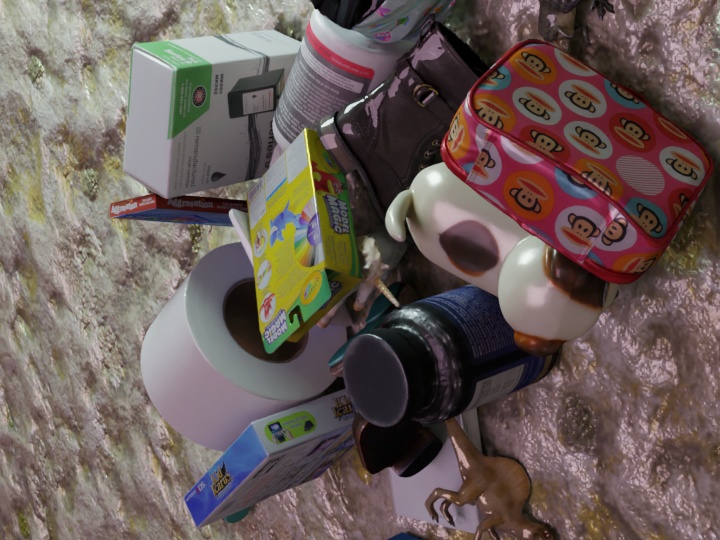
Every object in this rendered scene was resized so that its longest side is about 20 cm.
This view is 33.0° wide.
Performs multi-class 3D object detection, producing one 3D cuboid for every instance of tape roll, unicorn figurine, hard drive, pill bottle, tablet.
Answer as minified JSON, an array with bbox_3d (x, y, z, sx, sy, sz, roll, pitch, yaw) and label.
[{"bbox_3d":[-0.133,0.088,1.385,0.139,0.202,0.203,-47,66,45],"label":"tape roll"},{"bbox_3d":[0.000,0.000,1.212,0.074,0.200,0.137,38,126,-5],"label":"unicorn figurine"},{"bbox_3d":[0.074,0.173,1.306,0.132,0.026,0.201,2,102,48],"label":"hard drive"},{"bbox_3d":[0.084,0.076,1.128,0.112,0.199,0.113,17,113,44],"label":"pill bottle"},{"bbox_3d":[-0.026,-0.170,1.249,0.111,0.110,0.201,49,133,27],"label":"pill bottle"},{"bbox_3d":[-0.070,0.000,1.305,0.014,0.200,0.131,-30,77,15],"label":"tablet"}]

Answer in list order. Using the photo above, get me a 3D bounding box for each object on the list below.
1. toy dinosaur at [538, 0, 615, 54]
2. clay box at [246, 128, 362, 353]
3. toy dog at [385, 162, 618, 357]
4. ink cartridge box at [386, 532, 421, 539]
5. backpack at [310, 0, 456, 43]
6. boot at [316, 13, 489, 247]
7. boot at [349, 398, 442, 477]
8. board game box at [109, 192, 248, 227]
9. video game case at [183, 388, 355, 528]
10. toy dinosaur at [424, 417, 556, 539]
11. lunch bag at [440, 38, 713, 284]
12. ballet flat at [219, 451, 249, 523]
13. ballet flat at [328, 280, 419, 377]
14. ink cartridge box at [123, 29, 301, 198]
[{"bbox_3d":[0.181,-0.249,1.039,0.088,0.047,0.201,3,100,56],"label":"toy dinosaur"},{"bbox_3d":[-0.056,-0.024,1.171,0.115,0.047,0.201,-43,43,38],"label":"clay box"},{"bbox_3d":[0.139,-0.024,1.049,0.200,0.193,0.140,49,125,39],"label":"toy dog"},{"bbox_3d":[0.091,0.389,1.309,0.199,0.083,0.146,11,109,47],"label":"ink cartridge box"},{"bbox_3d":[0.041,-0.303,1.110,0.200,0.126,0.167,-55,47,26],"label":"backpack"},{"bbox_3d":[0.073,-0.125,1.165,0.174,0.069,0.200,-33,116,24],"label":"boot"},{"bbox_3d":[0.012,0.147,1.214,0.075,0.200,0.097,-44,65,-1],"label":"boot"},{"bbox_3d":[-0.172,-0.067,1.382,0.103,0.199,0.020,-8,82,49],"label":"board game box"},{"bbox_3d":[-0.084,0.207,1.379,0.200,0.181,0.046,-48,65,45],"label":"video game case"},{"bbox_3d":[0.119,0.221,1.237,0.101,0.058,0.200,-38,82,11],"label":"toy dinosaur"},{"bbox_3d":[0.181,-0.100,0.983,0.200,0.176,0.082,37,138,8],"label":"lunch bag"},{"bbox_3d":[-0.164,0.244,1.576,0.062,0.067,0.201,51,135,40],"label":"ballet flat"},{"bbox_3d":[0.029,0.071,1.213,0.068,0.200,0.067,-37,96,29],"label":"ballet flat"},{"bbox_3d":[-0.150,-0.175,1.324,0.084,0.199,0.147,30,123,37],"label":"ink cartridge box"}]
